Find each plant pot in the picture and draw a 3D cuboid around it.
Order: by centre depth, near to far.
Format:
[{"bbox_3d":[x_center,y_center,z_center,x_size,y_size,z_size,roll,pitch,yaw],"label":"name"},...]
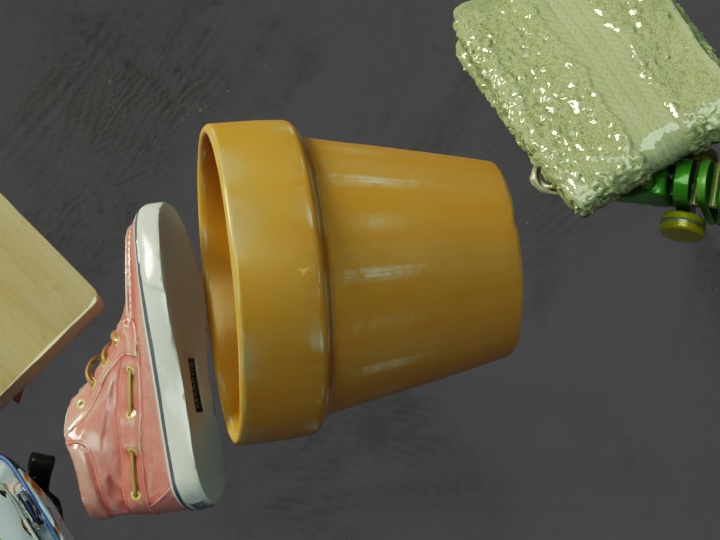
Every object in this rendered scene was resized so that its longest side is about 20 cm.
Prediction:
[{"bbox_3d":[0.000,0.000,1.351,0.182,0.200,0.201,-6,71,-9],"label":"plant pot"}]

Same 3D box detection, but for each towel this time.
[{"bbox_3d":[0.154,-0.134,1.414,0.148,0.037,0.200,-29,53,0],"label":"towel"}]

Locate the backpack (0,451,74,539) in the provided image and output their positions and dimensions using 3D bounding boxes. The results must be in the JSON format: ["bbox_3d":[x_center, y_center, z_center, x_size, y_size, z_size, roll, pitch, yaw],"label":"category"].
[{"bbox_3d":[-0.237,0.230,1.333,0.200,0.154,0.191,-36,81,-6],"label":"backpack"}]

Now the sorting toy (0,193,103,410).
[{"bbox_3d":[-0.300,0.031,1.440,0.199,0.070,0.200,-44,71,-6],"label":"sorting toy"}]

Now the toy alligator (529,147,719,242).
[{"bbox_3d":[0.206,-0.055,1.397,0.199,0.054,0.060,9,74,11],"label":"toy alligator"}]

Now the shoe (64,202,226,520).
[{"bbox_3d":[-0.149,0.061,1.391,0.091,0.071,0.201,-11,82,17],"label":"shoe"}]
